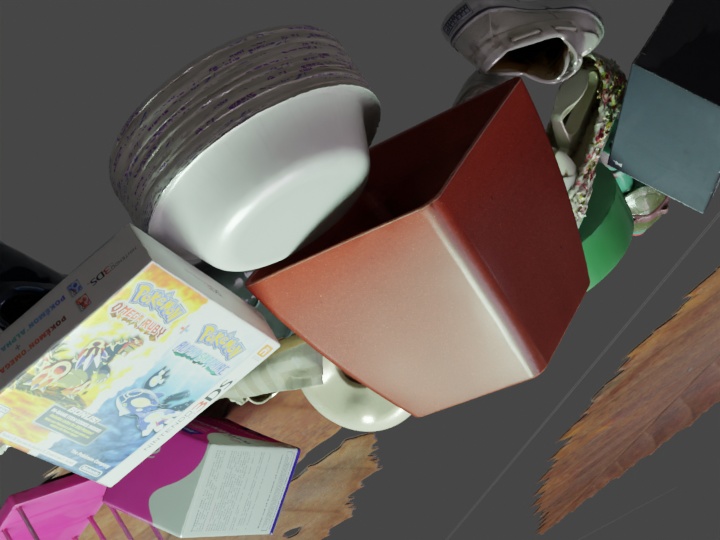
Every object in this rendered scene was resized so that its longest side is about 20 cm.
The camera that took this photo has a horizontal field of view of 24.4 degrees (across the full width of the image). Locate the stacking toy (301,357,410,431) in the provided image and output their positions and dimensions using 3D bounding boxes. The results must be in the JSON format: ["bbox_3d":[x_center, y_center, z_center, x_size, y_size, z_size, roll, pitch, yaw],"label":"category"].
[{"bbox_3d":[0.029,0.070,1.745,0.146,0.146,0.200,-44,177,28],"label":"stacking toy"}]

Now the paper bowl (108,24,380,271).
[{"bbox_3d":[-0.074,-0.077,1.220,0.201,0.104,0.201,-30,160,-12],"label":"paper bowl"}]

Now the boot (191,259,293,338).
[{"bbox_3d":[-0.147,0.044,1.441,0.200,0.066,0.165,-29,152,-21],"label":"boot"}]

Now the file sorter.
[{"bbox_3d":[-0.310,0.315,1.735,0.139,0.125,0.200,-15,154,-42],"label":"file sorter"}]

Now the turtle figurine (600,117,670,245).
[{"bbox_3d":[0.286,-0.094,1.759,0.150,0.101,0.200,-29,154,-13],"label":"turtle figurine"}]

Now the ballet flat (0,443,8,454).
[{"bbox_3d":[-0.370,0.163,1.384,0.200,0.072,0.072,-26,159,-20],"label":"ballet flat"}]

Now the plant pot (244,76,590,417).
[{"bbox_3d":[0.066,-0.003,1.319,0.200,0.176,0.200,-23,-160,38],"label":"plant pot"}]

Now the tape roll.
[{"bbox_3d":[0.157,-0.029,1.578,0.200,0.200,0.048,-32,119,-4],"label":"tape roll"}]

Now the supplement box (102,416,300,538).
[{"bbox_3d":[-0.160,0.210,1.709,0.200,0.101,0.103,14,95,-66],"label":"supplement box"}]

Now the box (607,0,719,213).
[{"bbox_3d":[0.314,-0.181,1.475,0.182,0.104,0.200,-56,166,-17],"label":"box"}]

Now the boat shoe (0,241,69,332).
[{"bbox_3d":[-0.230,0.044,1.248,0.084,0.069,0.200,-52,146,9],"label":"boat shoe"}]

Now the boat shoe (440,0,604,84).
[{"bbox_3d":[0.147,-0.182,1.364,0.071,0.070,0.200,-45,157,29],"label":"boat shoe"}]

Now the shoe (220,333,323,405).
[{"bbox_3d":[-0.100,0.105,1.604,0.070,0.053,0.200,-19,176,-39],"label":"shoe"}]

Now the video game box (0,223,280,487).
[{"bbox_3d":[-0.178,0.069,1.230,0.182,0.047,0.200,-42,149,6],"label":"video game box"}]

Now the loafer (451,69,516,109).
[{"bbox_3d":[0.119,-0.131,1.464,0.200,0.070,0.070,84,28,-70],"label":"loafer"}]

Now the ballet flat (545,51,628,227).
[{"bbox_3d":[0.181,-0.111,1.496,0.064,0.076,0.200,43,61,-50],"label":"ballet flat"}]
